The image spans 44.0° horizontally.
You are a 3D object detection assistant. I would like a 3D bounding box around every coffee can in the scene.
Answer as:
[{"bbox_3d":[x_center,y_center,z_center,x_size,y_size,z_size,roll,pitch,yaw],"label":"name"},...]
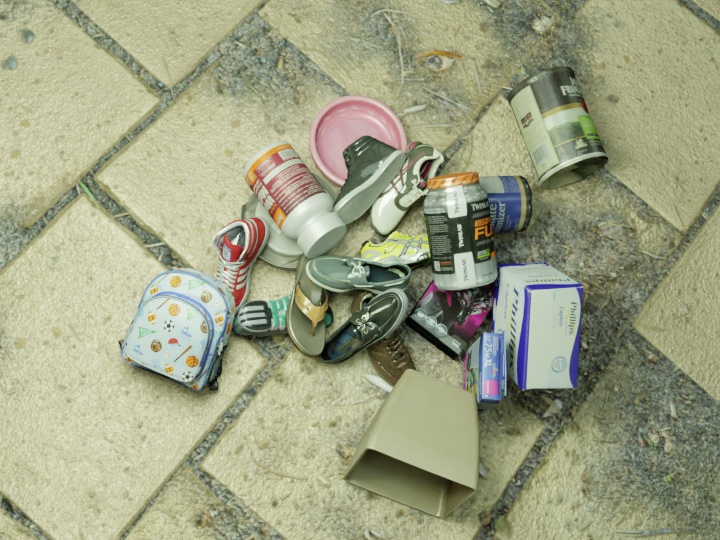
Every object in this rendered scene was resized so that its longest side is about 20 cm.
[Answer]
[{"bbox_3d":[0.399,-0.288,1.814,0.144,0.147,0.203,-15,76,-14],"label":"coffee can"}]

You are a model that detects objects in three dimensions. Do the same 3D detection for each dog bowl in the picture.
[{"bbox_3d":[-0.133,-0.092,1.706,0.196,0.059,0.203,3,72,-9],"label":"dog bowl"}]

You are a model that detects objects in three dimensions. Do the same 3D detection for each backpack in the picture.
[{"bbox_3d":[-0.312,0.094,1.550,0.197,0.154,0.193,22,89,-3],"label":"backpack"}]

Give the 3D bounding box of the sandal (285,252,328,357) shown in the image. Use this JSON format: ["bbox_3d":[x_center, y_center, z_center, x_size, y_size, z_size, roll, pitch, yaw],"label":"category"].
[{"bbox_3d":[-0.084,0.054,1.612,0.081,0.054,0.203,18,69,-25],"label":"sandal"}]

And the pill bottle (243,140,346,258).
[{"bbox_3d":[-0.118,-0.128,1.621,0.109,0.110,0.201,-32,74,-17],"label":"pill bottle"}]

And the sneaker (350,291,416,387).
[{"bbox_3d":[0.043,0.131,1.658,0.070,0.076,0.201,-31,80,-17],"label":"sneaker"}]

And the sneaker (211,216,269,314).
[{"bbox_3d":[-0.234,-0.004,1.600,0.070,0.112,0.203,24,98,13],"label":"sneaker"}]

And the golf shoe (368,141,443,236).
[{"bbox_3d":[0.085,-0.156,1.718,0.077,0.088,0.202,30,87,-33],"label":"golf shoe"}]

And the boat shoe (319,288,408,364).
[{"bbox_3d":[0.005,0.107,1.610,0.200,0.056,0.069,-42,75,22],"label":"boat shoe"}]

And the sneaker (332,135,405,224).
[{"bbox_3d":[-0.013,-0.173,1.698,0.099,0.071,0.200,39,80,28],"label":"sneaker"}]

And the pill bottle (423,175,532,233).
[{"bbox_3d":[0.228,-0.128,1.752,0.196,0.112,0.114,-3,73,-10],"label":"pill bottle"}]

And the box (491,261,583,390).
[{"bbox_3d":[0.315,0.096,1.620,0.103,0.200,0.187,-1,103,-9],"label":"box"}]

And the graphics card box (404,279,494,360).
[{"bbox_3d":[0.189,0.055,1.721,0.125,0.051,0.201,37,71,3],"label":"graphics card box"}]

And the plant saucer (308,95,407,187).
[{"bbox_3d":[-0.007,-0.249,1.781,0.197,0.051,0.204,3,73,-10],"label":"plant saucer"}]

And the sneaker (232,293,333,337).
[{"bbox_3d":[-0.148,0.088,1.649,0.198,0.087,0.076,3,69,-35],"label":"sneaker"}]

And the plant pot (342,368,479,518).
[{"bbox_3d":[0.103,0.294,1.566,0.197,0.200,0.179,21,59,-3],"label":"plant pot"}]

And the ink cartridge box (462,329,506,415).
[{"bbox_3d":[0.221,0.186,1.606,0.041,0.200,0.121,6,71,-7],"label":"ink cartridge box"}]

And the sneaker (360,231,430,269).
[{"bbox_3d":[0.093,-0.043,1.722,0.197,0.075,0.078,-14,77,-15],"label":"sneaker"}]

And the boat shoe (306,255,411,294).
[{"bbox_3d":[0.000,0.000,1.621,0.197,0.062,0.074,11,58,-20],"label":"boat shoe"}]

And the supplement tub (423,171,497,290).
[{"bbox_3d":[0.181,-0.074,1.636,0.121,0.122,0.203,-11,100,-13],"label":"supplement tub"}]
